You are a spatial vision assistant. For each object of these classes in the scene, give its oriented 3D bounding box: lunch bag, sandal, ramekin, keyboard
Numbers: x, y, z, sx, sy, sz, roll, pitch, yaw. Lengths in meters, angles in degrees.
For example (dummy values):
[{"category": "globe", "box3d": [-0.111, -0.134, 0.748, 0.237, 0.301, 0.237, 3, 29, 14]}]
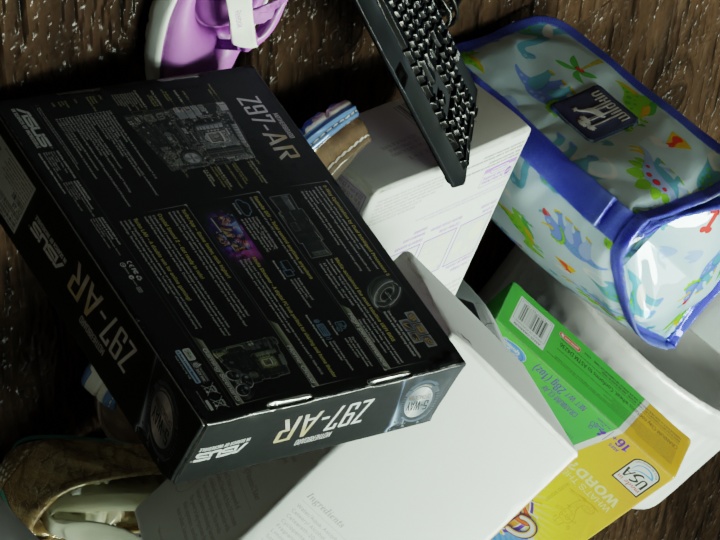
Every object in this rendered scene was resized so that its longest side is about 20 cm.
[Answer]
[{"category": "lunch bag", "box3d": [0.131, -0.056, 1.731, 0.128, 0.170, 0.200, -53, 157, 9]}, {"category": "sandal", "box3d": [-0.047, -0.151, 1.414, 0.082, 0.050, 0.203, -19, 144, -48]}, {"category": "ramekin", "box3d": [0.157, 0.063, 1.939, 0.098, 0.201, 0.200, -48, 158, 16]}, {"category": "keyboard", "box3d": [0.034, -0.139, 1.508, 0.200, 0.039, 0.105, 60, 26, -50]}]

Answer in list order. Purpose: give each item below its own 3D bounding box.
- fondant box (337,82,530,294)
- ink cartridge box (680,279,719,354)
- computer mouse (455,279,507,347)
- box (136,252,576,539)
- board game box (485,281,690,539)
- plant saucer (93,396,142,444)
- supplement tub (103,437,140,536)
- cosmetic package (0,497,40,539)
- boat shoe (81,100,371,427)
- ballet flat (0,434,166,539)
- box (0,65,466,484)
[{"category": "fondant box", "box3d": [0.000, 0.000, 1.641, 0.144, 0.058, 0.201, -24, 145, -47]}, {"category": "ink cartridge box", "box3d": [0.206, -0.021, 1.884, 0.084, 0.200, 0.145, -52, 158, 7]}, {"category": "computer mouse", "box3d": [0.057, 0.043, 1.743, 0.044, 0.200, 0.110, 7, 129, -21]}, {"category": "box", "box3d": [-0.006, 0.108, 1.495, 0.200, 0.097, 0.124, -44, -159, 7]}, {"category": "board game box", "box3d": [0.085, 0.115, 1.854, 0.200, 0.153, 0.040, -41, -168, 40]}, {"category": "plant saucer", "box3d": [-0.080, 0.010, 1.623, 0.200, 0.034, 0.201, -41, 155, -24]}, {"category": "supplement tub", "box3d": [-0.098, 0.202, 1.668, 0.144, 0.200, 0.145, -39, 155, -23]}, {"category": "cosmetic package", "box3d": [-0.244, 0.197, 1.521, 0.071, 0.101, 0.201, -16, 139, -52]}, {"category": "boat shoe", "box3d": [-0.053, 0.004, 1.510, 0.200, 0.072, 0.072, -50, 179, 10]}, {"category": "ballet flat", "box3d": [-0.095, 0.126, 1.597, 0.199, 0.066, 0.071, -3, 139, -6]}, {"category": "box", "box3d": [-0.068, -0.004, 1.374, 0.160, 0.200, 0.044, -12, 145, -41]}]
